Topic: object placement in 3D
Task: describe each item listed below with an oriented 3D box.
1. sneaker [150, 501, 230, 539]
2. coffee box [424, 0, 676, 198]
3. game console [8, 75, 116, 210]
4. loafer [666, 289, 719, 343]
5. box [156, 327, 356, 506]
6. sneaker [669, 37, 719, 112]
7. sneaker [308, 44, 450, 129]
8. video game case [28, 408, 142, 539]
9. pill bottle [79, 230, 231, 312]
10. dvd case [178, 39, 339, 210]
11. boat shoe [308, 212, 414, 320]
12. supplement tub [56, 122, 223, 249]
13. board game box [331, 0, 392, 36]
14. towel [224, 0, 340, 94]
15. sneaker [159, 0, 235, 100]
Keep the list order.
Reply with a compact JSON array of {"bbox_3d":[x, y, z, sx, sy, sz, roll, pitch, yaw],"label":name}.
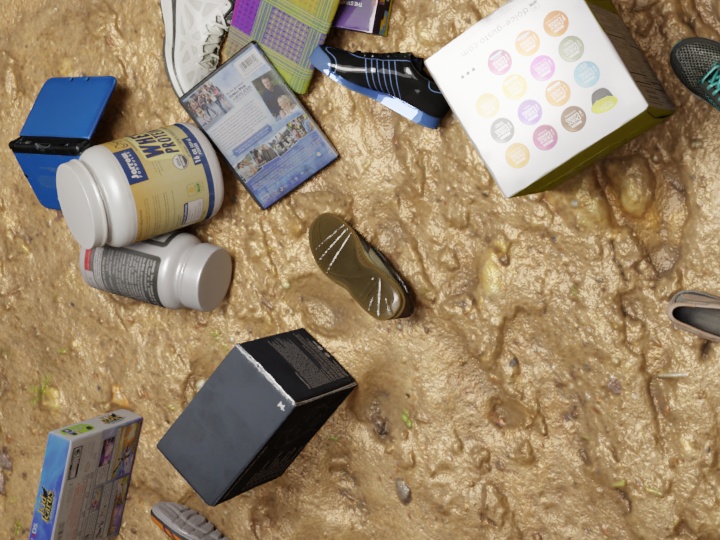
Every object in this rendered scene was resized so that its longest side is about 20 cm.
[{"bbox_3d":[-0.246,0.436,1.829,0.200,0.078,0.112,33,105,17],"label":"sneaker"},{"bbox_3d":[0.236,-0.222,1.497,0.199,0.200,0.198,-32,83,22],"label":"coffee box"},{"bbox_3d":[-0.423,-0.188,1.846,0.200,0.118,0.171,8,130,46],"label":"game console"},{"bbox_3d":[0.470,0.072,1.497,0.199,0.063,0.072,13,100,22],"label":"loafer"},{"bbox_3d":[-0.140,0.198,1.697,0.124,0.196,0.200,44,109,14],"label":"box"},{"bbox_3d":[0.451,-0.211,1.465,0.200,0.091,0.078,42,108,15],"label":"sneaker"},{"bbox_3d":[0.032,-0.265,1.641,0.199,0.070,0.078,27,106,-1],"label":"sneaker"},{"bbox_3d":[-0.410,0.320,1.832,0.045,0.181,0.201,18,101,22],"label":"video game case"},{"bbox_3d":[-0.296,-0.007,1.791,0.199,0.114,0.114,14,100,21],"label":"pill bottle"},{"bbox_3d":[-0.143,-0.200,1.727,0.142,0.018,0.200,-33,101,22],"label":"dvd case"},{"bbox_3d":[0.000,0.000,1.691,0.073,0.065,0.200,-46,58,14],"label":"boat shoe"},{"bbox_3d":[-0.308,-0.116,1.721,0.144,0.200,0.145,36,137,43],"label":"supplement tub"},{"bbox_3d":[-0.048,-0.418,1.680,0.199,0.057,0.166,14,99,22],"label":"board game box"},{"bbox_3d":[-0.103,-0.349,1.666,0.143,0.023,0.200,30,128,10],"label":"towel"},{"bbox_3d":[-0.217,-0.329,1.748,0.115,0.076,0.201,-10,88,25],"label":"sneaker"}]
